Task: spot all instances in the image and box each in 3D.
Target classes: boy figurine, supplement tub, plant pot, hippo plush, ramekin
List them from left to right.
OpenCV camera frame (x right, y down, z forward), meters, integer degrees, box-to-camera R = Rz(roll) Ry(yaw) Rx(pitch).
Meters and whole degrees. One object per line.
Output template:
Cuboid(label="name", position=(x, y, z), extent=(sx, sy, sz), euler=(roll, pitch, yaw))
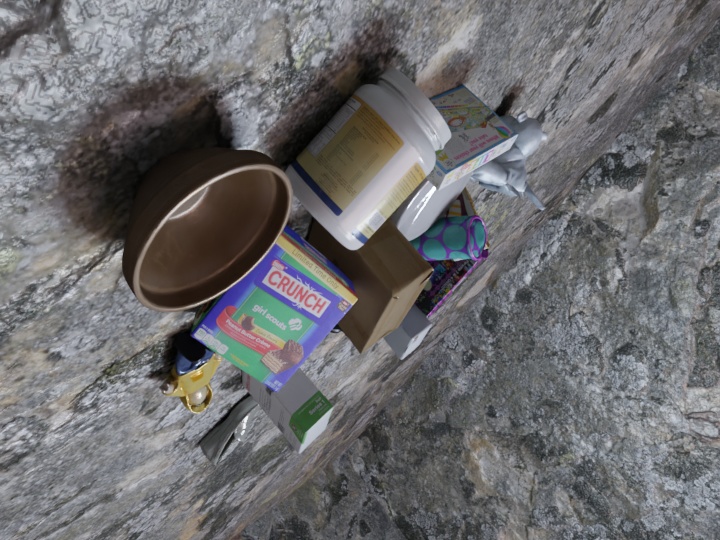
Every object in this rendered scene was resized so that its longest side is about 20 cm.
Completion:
Cuboid(label="boy figurine", position=(-0.279, 0.172, 0.917), extent=(0.123, 0.064, 0.203), euler=(-32, 155, -40))
Cuboid(label="plant pot", position=(-0.175, -0.060, 0.592), extent=(0.200, 0.093, 0.202), euler=(-40, 162, -16))
Cuboid(label="supplement tub", position=(0.010, -0.146, 0.728), extent=(0.200, 0.145, 0.144), euler=(-45, 162, 5))
Cuboid(label="ramekin", position=(0.106, -0.157, 0.997), extent=(0.201, 0.094, 0.204), euler=(-40, 162, -15))
Cuboid(label="hippo plush", position=(0.301, -0.252, 1.151), extent=(0.156, 0.199, 0.165), euler=(18, 100, -35))

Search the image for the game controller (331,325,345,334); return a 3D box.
Cuboid(label="game controller", position=(-0.017, 0.105, 1.230), extent=(0.200, 0.101, 0.043), euler=(140, -37, -59))

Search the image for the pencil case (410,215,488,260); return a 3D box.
Cuboid(label="pencil case", position=(0.153, -0.056, 1.110), extent=(0.195, 0.094, 0.086), euler=(-4, -144, 38))

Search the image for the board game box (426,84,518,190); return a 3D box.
Cuboid(label="board game box", position=(0.147, -0.220, 0.886), extent=(0.198, 0.135, 0.035), euler=(-31, 159, -34))

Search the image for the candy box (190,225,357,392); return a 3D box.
Cuboid(label="candy box", position=(-0.127, 0.054, 0.828), extent=(0.201, 0.168, 0.077), euler=(-48, -155, 8))

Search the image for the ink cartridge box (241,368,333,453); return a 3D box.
Cuboid(label="ink cartridge box", position=(-0.157, 0.261, 1.158), extent=(0.084, 0.200, 0.147), euler=(-35, 161, -30))

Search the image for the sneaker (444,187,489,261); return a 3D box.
Cuboid(label="sneaker", position=(0.201, -0.119, 1.173), extent=(0.088, 0.205, 0.075), euler=(-25, 148, 16))

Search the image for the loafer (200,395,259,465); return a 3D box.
Cuboid(label="loafer", position=(-0.290, 0.372, 1.307), extent=(0.200, 0.070, 0.070), euler=(-45, 162, 0))

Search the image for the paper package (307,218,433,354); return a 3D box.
Cuboid(label="paper package", position=(0.000, 0.000, 0.936), extent=(0.102, 0.201, 0.193), euler=(-28, 158, -35))

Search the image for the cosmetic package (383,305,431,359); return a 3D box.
Cuboid(label="cosmetic package", position=(0.066, 0.090, 1.268), extent=(0.073, 0.201, 0.103), euler=(-30, 159, -30))

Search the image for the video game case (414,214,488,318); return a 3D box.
Cuboid(label="video game case", position=(0.155, -0.032, 1.226), extent=(0.200, 0.181, 0.036), euler=(-46, 163, 2))
